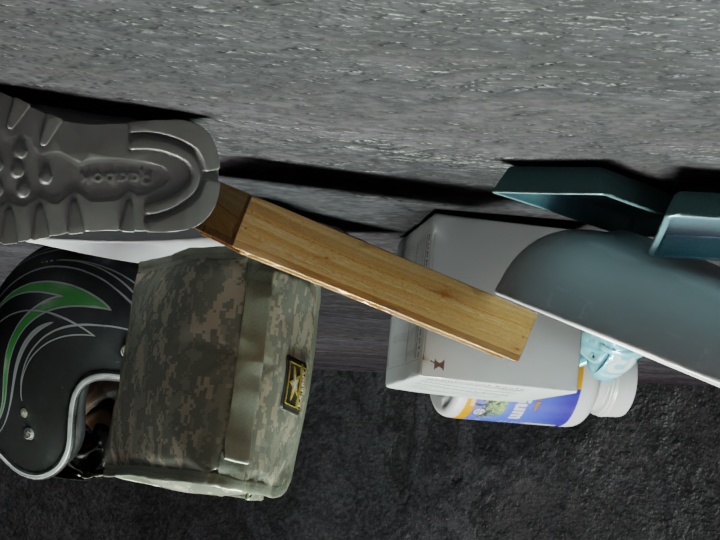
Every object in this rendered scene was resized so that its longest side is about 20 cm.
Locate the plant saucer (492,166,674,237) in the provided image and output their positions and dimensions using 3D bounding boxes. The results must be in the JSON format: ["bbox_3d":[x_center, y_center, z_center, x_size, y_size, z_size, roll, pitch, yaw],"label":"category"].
[{"bbox_3d":[0.149,-0.039,1.329,0.069,0.019,0.200,2,174,29],"label":"plant saucer"}]

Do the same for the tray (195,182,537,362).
[{"bbox_3d":[0.000,0.000,1.403,0.199,0.037,0.099,21,-179,-22],"label":"tray"}]

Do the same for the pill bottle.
[{"bbox_3d":[0.178,0.102,2.350,0.198,0.113,0.112,5,175,-17],"label":"pill bottle"}]

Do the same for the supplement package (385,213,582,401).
[{"bbox_3d":[0.086,0.030,1.603,0.108,0.115,0.200,6,175,-5],"label":"supplement package"}]

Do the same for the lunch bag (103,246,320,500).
[{"bbox_3d":[-0.095,0.073,1.585,0.117,0.166,0.200,11,173,-18],"label":"lunch bag"}]

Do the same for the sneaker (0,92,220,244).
[{"bbox_3d":[-0.173,-0.052,1.165,0.199,0.077,0.080,9,-177,-31],"label":"sneaker"}]

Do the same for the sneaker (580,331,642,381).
[{"bbox_3d":[0.224,0.052,1.915,0.073,0.083,0.200,5,175,-18],"label":"sneaker"}]

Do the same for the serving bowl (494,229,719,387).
[{"bbox_3d":[0.183,0.022,1.377,0.199,0.066,0.200,23,-179,0],"label":"serving bowl"}]

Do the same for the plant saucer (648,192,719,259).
[{"bbox_3d":[0.263,-0.021,1.269,0.198,0.019,0.070,4,161,-1],"label":"plant saucer"}]

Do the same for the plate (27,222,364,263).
[{"bbox_3d":[-0.102,-0.022,1.637,0.199,0.033,0.199,1,173,34],"label":"plate"}]

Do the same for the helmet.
[{"bbox_3d":[-0.201,0.065,1.811,0.199,0.191,0.200,30,-164,-10],"label":"helmet"}]
